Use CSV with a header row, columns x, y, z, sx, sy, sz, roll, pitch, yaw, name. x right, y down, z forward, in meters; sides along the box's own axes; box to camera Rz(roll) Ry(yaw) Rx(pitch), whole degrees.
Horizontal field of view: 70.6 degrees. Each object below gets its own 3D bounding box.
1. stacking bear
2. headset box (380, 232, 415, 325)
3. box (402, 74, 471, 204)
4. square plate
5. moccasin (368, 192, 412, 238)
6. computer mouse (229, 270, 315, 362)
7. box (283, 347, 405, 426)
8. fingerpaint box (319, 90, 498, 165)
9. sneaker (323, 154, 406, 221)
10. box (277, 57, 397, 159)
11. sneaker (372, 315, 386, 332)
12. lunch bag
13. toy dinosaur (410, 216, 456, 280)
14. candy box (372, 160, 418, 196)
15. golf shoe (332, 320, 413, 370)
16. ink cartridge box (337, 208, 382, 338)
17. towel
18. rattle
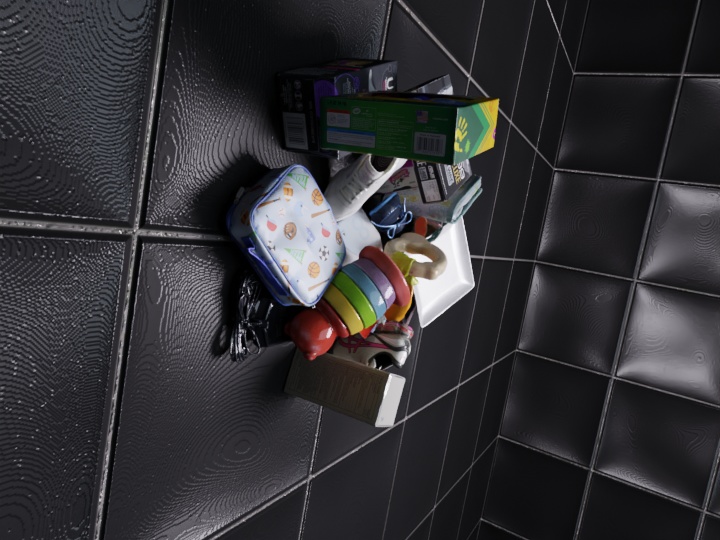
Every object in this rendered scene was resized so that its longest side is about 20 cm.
x,y,z,sx,sy,sz,roll,pitch,yaw,name
-0.028,0.060,0.833,0.200,0.122,0.114,-39,168,-14,stacking bear
0.082,0.029,1.180,0.150,0.077,0.200,-64,147,-23,headset box
0.140,-0.243,0.940,0.158,0.049,0.201,-42,121,-50,box
0.180,-0.001,1.174,0.198,0.028,0.201,-33,120,-29,square plate
0.066,-0.108,1.018,0.080,0.068,0.200,-36,179,8,moccasin
-0.137,0.071,0.839,0.199,0.052,0.140,3,97,-51,computer mouse
-0.030,0.208,0.924,0.078,0.199,0.096,33,73,-60,box
0.070,-0.207,0.709,0.167,0.199,0.074,-32,130,-52,fingerpaint box
-0.003,-0.161,0.876,0.200,0.075,0.100,-43,-178,17,sneaker
-0.029,-0.269,0.826,0.200,0.105,0.123,-39,136,-49,box
0.010,0.107,1.097,0.085,0.077,0.200,-19,149,-11,sneaker
-0.109,-0.051,0.767,0.161,0.075,0.201,-56,130,-34,lunch bag
0.181,-0.059,1.259,0.086,0.135,0.201,-38,133,-48,toy dinosaur
0.101,-0.209,1.043,0.200,0.136,0.061,-35,113,-50,candy box
0.011,0.160,0.993,0.072,0.199,0.093,38,51,-30,golf shoe
0.000,0.000,0.955,0.200,0.047,0.160,53,47,-13,ink cartridge box
0.168,-0.174,1.152,0.200,0.170,0.048,-44,140,-45,towel
0.109,-0.006,1.025,0.200,0.129,0.144,-78,164,-64,rattle
